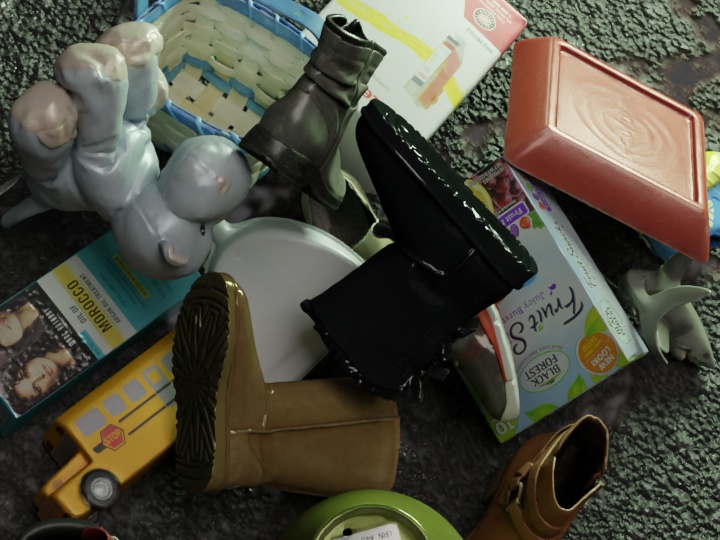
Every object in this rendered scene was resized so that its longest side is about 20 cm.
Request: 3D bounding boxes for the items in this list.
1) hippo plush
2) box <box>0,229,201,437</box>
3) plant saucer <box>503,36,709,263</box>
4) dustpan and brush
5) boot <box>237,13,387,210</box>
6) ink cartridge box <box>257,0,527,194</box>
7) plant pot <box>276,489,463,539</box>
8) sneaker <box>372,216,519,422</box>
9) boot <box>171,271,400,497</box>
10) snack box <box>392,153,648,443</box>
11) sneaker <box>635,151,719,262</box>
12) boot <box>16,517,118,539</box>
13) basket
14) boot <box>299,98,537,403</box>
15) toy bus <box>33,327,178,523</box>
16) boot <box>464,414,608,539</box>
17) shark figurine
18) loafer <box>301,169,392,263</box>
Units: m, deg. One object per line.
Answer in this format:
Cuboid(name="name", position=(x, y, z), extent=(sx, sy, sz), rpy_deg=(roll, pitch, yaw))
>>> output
Cuboid(name="hippo plush", position=(-0.175, -0.068, 1.491), extent=(0.161, 0.159, 0.200), rpy_deg=(41, 93, 11))
Cuboid(name="box", position=(-0.224, 0.038, 1.572), extent=(0.200, 0.049, 0.082), rpy_deg=(-38, 86, -31))
Cuboid(name="plant saucer", position=(0.221, -0.116, 1.718), extent=(0.199, 0.037, 0.200), rpy_deg=(26, 35, -11))
Cuboid(name="dustpan and brush", position=(-0.094, -0.009, 1.628), extent=(0.140, 0.057, 0.200), rpy_deg=(-44, 94, 4))
Cuboid(name="boot", position=(-0.018, -0.122, 1.551), extent=(0.068, 0.200, 0.131), rpy_deg=(35, 91, 11))
Cuboid(name="ink cartridge box", position=(0.030, -0.187, 1.755), extent=(0.145, 0.083, 0.200), rpy_deg=(42, 59, -2))
Cuboid(name="plant pot", position=(0.006, 0.236, 1.465), extent=(0.186, 0.200, 0.189), rpy_deg=(0, 71, 1))
Cuboid(name="sneaker", position=(0.068, 0.035, 1.614), extent=(0.081, 0.077, 0.201), rpy_deg=(-22, 94, 6))
Cuboid(name="boot", position=(-0.054, 0.092, 1.559), extent=(0.199, 0.066, 0.177), rpy_deg=(3, 94, -44))
Cuboid(name="snack box", position=(0.127, 0.021, 1.673), extent=(0.201, 0.142, 0.053), rpy_deg=(59, 29, 8))
Cuboid(name="sneaker", position=(0.261, -0.065, 1.806), extent=(0.199, 0.076, 0.106), rpy_deg=(6, 67, -22))
Cuboid(name="boot", position=(-0.164, 0.230, 1.461), extent=(0.199, 0.144, 0.073), rpy_deg=(11, 62, -20))
Cuboid(name="basket", position=(-0.114, -0.172, 1.612), extent=(0.176, 0.200, 0.139), rpy_deg=(33, 60, 9))
Cuboid(name="boot", position=(0.022, -0.010, 1.542), extent=(0.198, 0.162, 0.073), rpy_deg=(47, 15, -5))
Cuboid(name="toy bus", position=(-0.174, 0.119, 1.549), extent=(0.200, 0.065, 0.078), rpy_deg=(-38, 86, -31))
Cuboid(name="boot", position=(0.136, 0.217, 1.585), extent=(0.076, 0.155, 0.201), rpy_deg=(30, 60, -9))
Cuboid(name="shark figurine", position=(0.262, 0.013, 1.716), extent=(0.089, 0.214, 0.128), rpy_deg=(-44, 72, 6))
Cuboid(name="loafer", position=(0.000, 0.000, 1.660), extent=(0.075, 0.068, 0.201), rpy_deg=(-31, 73, 5))
